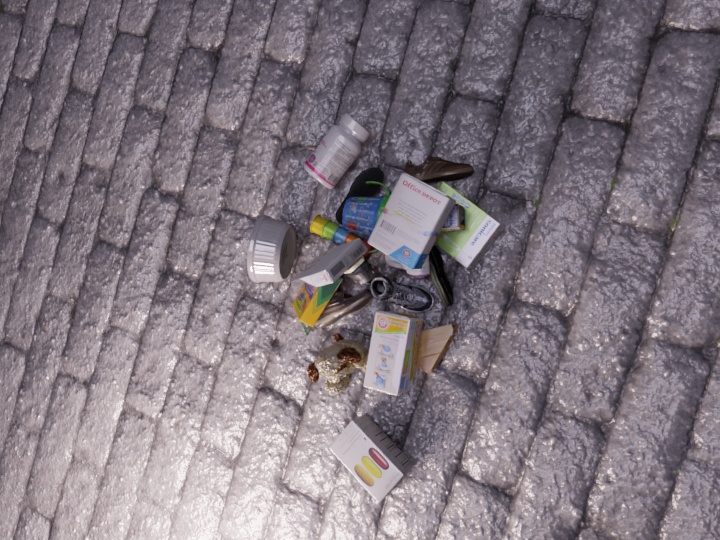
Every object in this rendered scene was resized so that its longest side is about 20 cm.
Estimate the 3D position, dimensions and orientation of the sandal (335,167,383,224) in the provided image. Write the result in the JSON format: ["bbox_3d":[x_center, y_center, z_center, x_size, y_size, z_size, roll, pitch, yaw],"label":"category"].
[{"bbox_3d":[-0.009,-0.225,1.702,0.201,0.075,0.048,-51,26,18],"label":"sandal"}]

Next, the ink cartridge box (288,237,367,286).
[{"bbox_3d":[-0.093,-0.009,1.622,0.050,0.162,0.199,54,143,-11],"label":"ink cartridge box"}]

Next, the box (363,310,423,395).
[{"bbox_3d":[0.089,0.214,1.537,0.100,0.112,0.203,10,92,25],"label":"box"}]

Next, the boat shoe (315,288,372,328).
[{"bbox_3d":[-0.059,0.097,1.693,0.199,0.074,0.074,-30,77,16],"label":"boat shoe"}]

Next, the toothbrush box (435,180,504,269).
[{"bbox_3d":[0.264,-0.122,1.573,0.200,0.086,0.146,40,103,20],"label":"toothbrush box"}]

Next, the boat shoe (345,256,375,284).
[{"bbox_3d":[-0.002,0.002,1.621,0.074,0.201,0.063,-42,96,-2],"label":"boat shoe"}]

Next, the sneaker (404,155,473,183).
[{"bbox_3d":[0.214,-0.288,1.613,0.197,0.070,0.077,-6,83,21],"label":"sneaker"}]

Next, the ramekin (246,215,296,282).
[{"bbox_3d":[-0.258,-0.058,1.724,0.093,0.202,0.205,9,90,9],"label":"ramekin"}]

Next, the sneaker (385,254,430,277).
[{"bbox_3d":[0.133,-0.046,1.587,0.199,0.074,0.101,24,115,60],"label":"sneaker"}]

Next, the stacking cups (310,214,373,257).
[{"bbox_3d":[-0.052,-0.102,1.712,0.198,0.060,0.061,25,95,19],"label":"stacking cups"}]

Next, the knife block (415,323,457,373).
[{"bbox_3d":[0.150,0.197,1.608,0.175,0.064,0.202,32,98,20],"label":"knife block"}]

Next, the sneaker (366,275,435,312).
[{"bbox_3d":[0.104,0.066,1.608,0.198,0.114,0.076,18,93,22],"label":"sneaker"}]

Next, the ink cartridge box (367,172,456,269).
[{"bbox_3d":[0.131,-0.124,1.462,0.144,0.084,0.202,32,104,19],"label":"ink cartridge box"}]

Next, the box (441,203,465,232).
[{"bbox_3d":[0.171,-0.133,1.529,0.197,0.070,0.065,-2,87,24],"label":"box"}]

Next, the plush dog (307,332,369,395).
[{"bbox_3d":[-0.061,0.250,1.629,0.199,0.171,0.162,-32,75,17],"label":"plush dog"}]

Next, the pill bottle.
[{"bbox_3d":[-0.067,-0.353,1.706,0.113,0.113,0.201,43,101,18],"label":"pill bottle"}]

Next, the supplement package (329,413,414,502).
[{"bbox_3d":[0.032,0.516,1.608,0.200,0.109,0.114,42,102,19],"label":"supplement package"}]

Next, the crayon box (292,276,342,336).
[{"bbox_3d":[-0.137,0.075,1.699,0.051,0.126,0.201,27,100,-24],"label":"crayon box"}]

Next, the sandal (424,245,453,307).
[{"bbox_3d":[0.197,0.008,1.599,0.057,0.079,0.203,-24,78,32],"label":"sandal"}]

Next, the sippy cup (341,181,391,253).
[{"bbox_3d":[0.021,-0.151,1.639,0.129,0.140,0.179,11,58,16],"label":"sippy cup"}]
